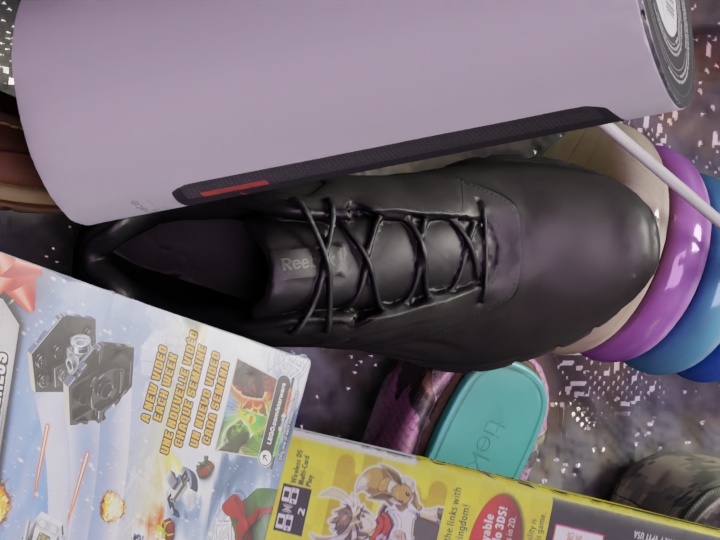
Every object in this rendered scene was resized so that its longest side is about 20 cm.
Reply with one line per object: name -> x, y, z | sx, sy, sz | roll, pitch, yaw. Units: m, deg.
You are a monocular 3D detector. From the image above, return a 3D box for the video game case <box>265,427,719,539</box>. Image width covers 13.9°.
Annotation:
video game case -> 0.027, 0.166, 0.985 | 0.181, 0.026, 0.200 | 14, 83, -16

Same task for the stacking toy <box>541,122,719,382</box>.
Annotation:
stacking toy -> 0.153, 0.013, 1.083 | 0.200, 0.085, 0.085 | 18, 92, -28

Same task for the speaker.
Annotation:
speaker -> -0.004, -0.070, 0.907 | 0.200, 0.081, 0.081 | -11, 106, 16

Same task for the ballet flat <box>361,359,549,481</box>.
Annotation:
ballet flat -> 0.005, 0.113, 1.040 | 0.069, 0.071, 0.200 | 28, 80, -27

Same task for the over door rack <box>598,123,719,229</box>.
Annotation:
over door rack -> 0.148, -0.077, 0.974 | 0.200, 0.067, 0.148 | 37, 92, -25

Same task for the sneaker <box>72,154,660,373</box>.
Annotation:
sneaker -> 0.000, 0.000, 0.977 | 0.200, 0.091, 0.076 | -5, 89, 3

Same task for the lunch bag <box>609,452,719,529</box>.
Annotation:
lunch bag -> 0.156, 0.183, 1.062 | 0.139, 0.168, 0.200 | 18, 93, -23

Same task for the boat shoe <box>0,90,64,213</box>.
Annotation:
boat shoe -> -0.169, -0.068, 0.941 | 0.200, 0.072, 0.068 | 17, 95, -21

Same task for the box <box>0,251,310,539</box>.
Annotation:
box -> -0.102, 0.103, 0.907 | 0.137, 0.040, 0.200 | 21, 78, -35
